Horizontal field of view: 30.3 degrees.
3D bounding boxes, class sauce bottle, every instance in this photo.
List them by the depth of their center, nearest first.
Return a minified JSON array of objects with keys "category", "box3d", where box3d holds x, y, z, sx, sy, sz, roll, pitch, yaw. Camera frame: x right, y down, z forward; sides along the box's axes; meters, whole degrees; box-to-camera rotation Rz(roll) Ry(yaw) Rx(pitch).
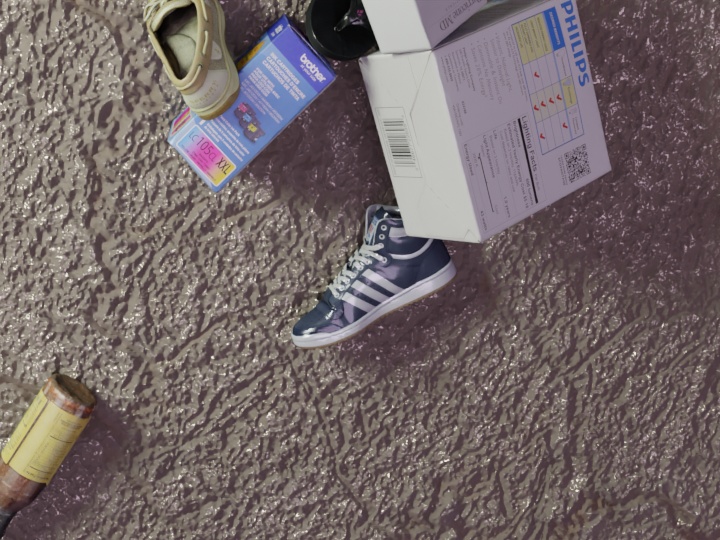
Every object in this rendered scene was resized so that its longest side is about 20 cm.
[{"category":"sauce bottle","box3d":[-0.366,0.210,1.467,0.066,0.066,0.201,33,101,-15]}]

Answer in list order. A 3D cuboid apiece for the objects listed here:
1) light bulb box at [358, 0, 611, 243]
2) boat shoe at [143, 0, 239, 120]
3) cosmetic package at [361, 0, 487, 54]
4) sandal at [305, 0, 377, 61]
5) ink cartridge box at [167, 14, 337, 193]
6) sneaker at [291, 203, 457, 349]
[{"category":"light bulb box","box3d":[0.131,-0.159,1.357,0.199,0.124,0.201,-27,111,-32]},{"category":"boat shoe","box3d":[-0.174,-0.233,1.300,0.073,0.202,0.063,-31,142,16]},{"category":"cosmetic package","box3d":[0.037,-0.315,1.235,0.102,0.074,0.202,-43,120,-35]},{"category":"sandal","box3d":[0.020,-0.267,1.331,0.200,0.048,0.076,-30,90,-42]},{"category":"ink cartridge box","box3d":[-0.099,-0.183,1.351,0.200,0.137,0.076,-41,105,5]},{"category":"sneaker","box3d":[0.000,0.000,1.452,0.198,0.070,0.109,-26,113,-7]}]
